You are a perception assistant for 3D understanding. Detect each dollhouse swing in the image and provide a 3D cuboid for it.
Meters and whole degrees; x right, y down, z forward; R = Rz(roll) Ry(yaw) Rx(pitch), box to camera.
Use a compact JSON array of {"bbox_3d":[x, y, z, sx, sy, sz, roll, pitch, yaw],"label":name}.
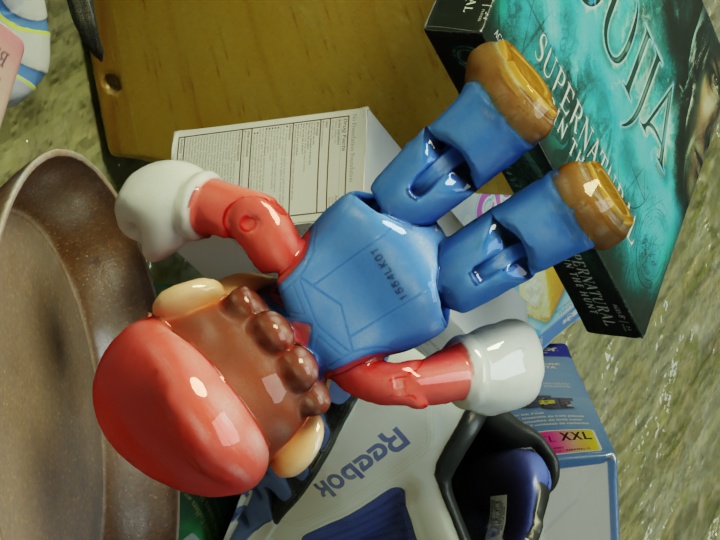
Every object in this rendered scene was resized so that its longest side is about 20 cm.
[{"bbox_3d":[0.015,-0.118,1.147,0.176,0.199,0.182,-42,131,-50],"label":"dollhouse swing"}]

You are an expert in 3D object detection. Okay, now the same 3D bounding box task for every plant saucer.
[{"bbox_3d":[-0.110,0.058,0.972,0.200,0.034,0.201,-5,90,-77],"label":"plant saucer"}]

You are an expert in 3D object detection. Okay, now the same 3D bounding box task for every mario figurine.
[{"bbox_3d":[-0.008,0.003,0.965,0.124,0.200,0.106,62,11,30],"label":"mario figurine"}]

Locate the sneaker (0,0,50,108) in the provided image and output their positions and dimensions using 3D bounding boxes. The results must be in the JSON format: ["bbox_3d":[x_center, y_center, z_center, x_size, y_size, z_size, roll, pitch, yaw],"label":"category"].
[{"bbox_3d":[-0.137,-0.131,0.976,0.076,0.105,0.200,-62,143,-32],"label":"sneaker"}]

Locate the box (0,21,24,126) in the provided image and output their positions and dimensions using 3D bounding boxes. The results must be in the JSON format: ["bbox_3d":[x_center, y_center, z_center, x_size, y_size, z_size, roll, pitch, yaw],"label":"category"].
[{"bbox_3d":[-0.208,-0.012,0.875,0.128,0.109,0.201,37,64,-56],"label":"box"}]

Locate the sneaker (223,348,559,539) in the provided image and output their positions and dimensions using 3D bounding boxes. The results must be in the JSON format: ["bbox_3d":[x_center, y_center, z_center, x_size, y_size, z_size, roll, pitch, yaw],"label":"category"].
[{"bbox_3d":[0.012,0.097,1.077,0.081,0.115,0.200,-58,170,-34],"label":"sneaker"}]

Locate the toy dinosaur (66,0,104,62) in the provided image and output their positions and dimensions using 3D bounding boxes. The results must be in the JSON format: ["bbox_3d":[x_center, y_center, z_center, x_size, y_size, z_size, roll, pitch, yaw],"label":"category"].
[{"bbox_3d":[-0.108,-0.179,1.037,0.077,0.102,0.200,-43,142,-34],"label":"toy dinosaur"}]

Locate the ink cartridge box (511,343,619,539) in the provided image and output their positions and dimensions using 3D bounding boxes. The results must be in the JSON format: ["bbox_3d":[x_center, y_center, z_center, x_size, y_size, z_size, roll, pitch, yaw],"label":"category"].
[{"bbox_3d":[0.081,0.122,1.379,0.200,0.076,0.137,-108,-166,-72],"label":"ink cartridge box"}]

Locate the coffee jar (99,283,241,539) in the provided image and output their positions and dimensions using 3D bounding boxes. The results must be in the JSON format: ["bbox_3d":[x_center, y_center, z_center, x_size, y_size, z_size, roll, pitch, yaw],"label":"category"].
[{"bbox_3d":[-0.101,0.108,1.107,0.104,0.085,0.200,82,31,-47],"label":"coffee jar"}]

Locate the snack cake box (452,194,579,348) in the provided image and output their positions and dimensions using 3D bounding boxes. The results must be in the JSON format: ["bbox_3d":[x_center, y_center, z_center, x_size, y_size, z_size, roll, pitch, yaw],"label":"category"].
[{"bbox_3d":[0.041,-0.002,1.349,0.200,0.067,0.115,-35,126,-52],"label":"snack cake box"}]

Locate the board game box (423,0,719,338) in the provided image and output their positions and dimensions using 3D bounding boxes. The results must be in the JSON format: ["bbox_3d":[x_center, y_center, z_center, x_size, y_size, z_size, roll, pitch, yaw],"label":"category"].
[{"bbox_3d":[0.090,-0.084,1.052,0.200,0.028,0.136,57,48,-49],"label":"board game box"}]

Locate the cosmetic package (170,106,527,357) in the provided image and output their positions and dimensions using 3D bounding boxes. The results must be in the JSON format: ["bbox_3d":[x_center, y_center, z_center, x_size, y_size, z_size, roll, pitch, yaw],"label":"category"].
[{"bbox_3d":[0.000,0.000,1.094,0.200,0.082,0.051,48,43,-59],"label":"cosmetic package"}]
